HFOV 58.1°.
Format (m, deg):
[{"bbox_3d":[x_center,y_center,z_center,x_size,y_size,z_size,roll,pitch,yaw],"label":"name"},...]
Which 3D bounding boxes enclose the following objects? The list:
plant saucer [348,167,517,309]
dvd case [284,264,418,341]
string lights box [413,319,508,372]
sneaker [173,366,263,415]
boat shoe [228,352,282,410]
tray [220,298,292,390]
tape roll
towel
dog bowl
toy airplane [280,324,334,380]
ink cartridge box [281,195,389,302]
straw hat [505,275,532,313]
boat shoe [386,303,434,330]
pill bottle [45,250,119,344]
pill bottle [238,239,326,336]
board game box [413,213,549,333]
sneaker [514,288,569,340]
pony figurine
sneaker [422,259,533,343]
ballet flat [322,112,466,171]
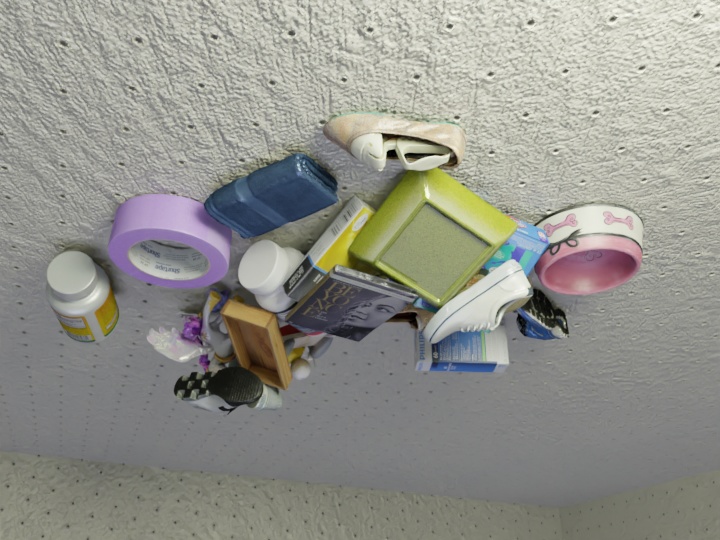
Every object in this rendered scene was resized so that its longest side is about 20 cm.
[{"bbox_3d":[0.110,-0.037,0.995,0.198,0.048,0.200,30,120,-17],"label":"plant saucer"},{"bbox_3d":[-0.019,0.060,1.053,0.146,0.016,0.200,17,146,-23],"label":"dvd case"},{"bbox_3d":[0.215,0.161,1.404,0.195,0.105,0.059,2,152,0],"label":"string lights box"},{"bbox_3d":[-0.264,0.242,1.276,0.196,0.075,0.089,-3,139,26],"label":"sneaker"},{"bbox_3d":[-0.219,0.234,1.343,0.071,0.071,0.200,24,-174,-34],"label":"boat shoe"},{"bbox_3d":[-0.188,0.141,1.201,0.097,0.037,0.202,16,142,18],"label":"tray"},{"bbox_3d":[-0.319,-0.045,1.095,0.195,0.067,0.201,1,150,1],"label":"tape roll"},{"bbox_3d":[-0.136,-0.113,0.984,0.197,0.050,0.111,-17,146,31],"label":"towel"},{"bbox_3d":[0.380,-0.027,1.094,0.195,0.075,0.201,0,151,0],"label":"dog bowl"},{"bbox_3d":[-0.125,0.155,1.361,0.196,0.144,0.199,-11,170,-21],"label":"toy airplane"},{"bbox_3d":[0.000,0.000,1.094,0.198,0.047,0.198,29,108,-37],"label":"ink cartridge box"},{"bbox_3d":[0.217,0.061,1.197,0.196,0.086,0.203,11,142,9],"label":"straw hat"},{"bbox_3d":[0.115,0.088,1.311,0.195,0.071,0.074,5,151,-7],"label":"boat shoe"},{"bbox_3d":[-0.524,0.050,1.220,0.110,0.115,0.201,5,151,-8],"label":"pill bottle"},{"bbox_3d":[-0.122,0.030,1.164,0.117,0.122,0.199,-16,146,28],"label":"pill bottle"},{"bbox_3d":[0.194,-0.003,1.072,0.149,0.045,0.202,20,122,-12],"label":"board game box"},{"bbox_3d":[0.354,0.103,1.323,0.088,0.080,0.199,-21,144,30],"label":"sneaker"},{"bbox_3d":[-0.307,0.134,1.316,0.192,0.166,0.201,39,116,5],"label":"pony figurine"},{"bbox_3d":[0.185,0.068,1.036,0.199,0.072,0.072,-41,159,25],"label":"sneaker"},{"bbox_3d":[0.046,-0.167,0.861,0.195,0.069,0.069,2,151,0],"label":"ballet flat"}]
